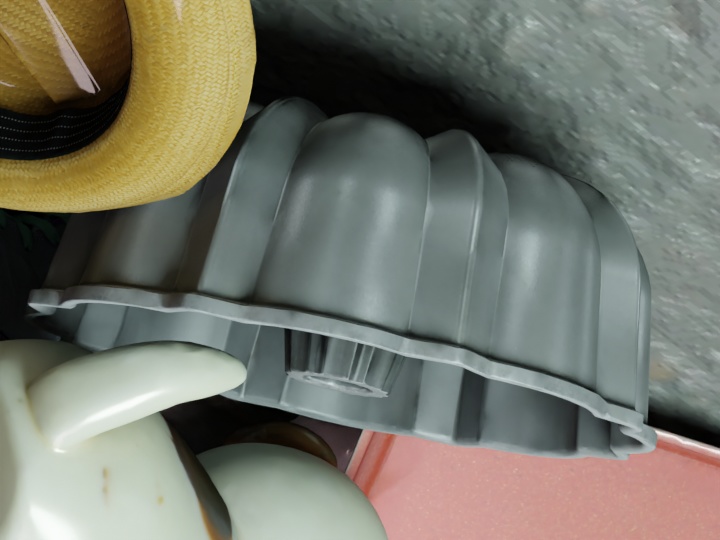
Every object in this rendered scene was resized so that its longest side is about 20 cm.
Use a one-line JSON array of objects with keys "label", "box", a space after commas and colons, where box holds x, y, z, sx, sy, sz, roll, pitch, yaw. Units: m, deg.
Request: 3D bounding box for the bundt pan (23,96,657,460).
[{"label": "bundt pan", "box": [0.000, 0.000, 0.906, 0.201, 0.076, 0.202, 11, 169, 2]}]

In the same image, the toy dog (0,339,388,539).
[{"label": "toy dog", "box": [-0.076, 0.091, 0.953, 0.200, 0.140, 0.194, 19, 117, -47]}]

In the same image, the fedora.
[{"label": "fedora", "box": [-0.107, -0.107, 0.807, 0.200, 0.082, 0.201, 15, 138, 14]}]

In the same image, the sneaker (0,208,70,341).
[{"label": "sneaker", "box": [-0.134, -0.009, 0.985, 0.074, 0.088, 0.200, 24, 163, 37]}]

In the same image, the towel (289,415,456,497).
[{"label": "towel", "box": [-0.015, 0.152, 1.131, 0.199, 0.032, 0.191, -30, 113, 20]}]

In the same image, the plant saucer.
[{"label": "plant saucer", "box": [0.068, 0.134, 1.077, 0.199, 0.037, 0.200, 17, 113, -13]}]
